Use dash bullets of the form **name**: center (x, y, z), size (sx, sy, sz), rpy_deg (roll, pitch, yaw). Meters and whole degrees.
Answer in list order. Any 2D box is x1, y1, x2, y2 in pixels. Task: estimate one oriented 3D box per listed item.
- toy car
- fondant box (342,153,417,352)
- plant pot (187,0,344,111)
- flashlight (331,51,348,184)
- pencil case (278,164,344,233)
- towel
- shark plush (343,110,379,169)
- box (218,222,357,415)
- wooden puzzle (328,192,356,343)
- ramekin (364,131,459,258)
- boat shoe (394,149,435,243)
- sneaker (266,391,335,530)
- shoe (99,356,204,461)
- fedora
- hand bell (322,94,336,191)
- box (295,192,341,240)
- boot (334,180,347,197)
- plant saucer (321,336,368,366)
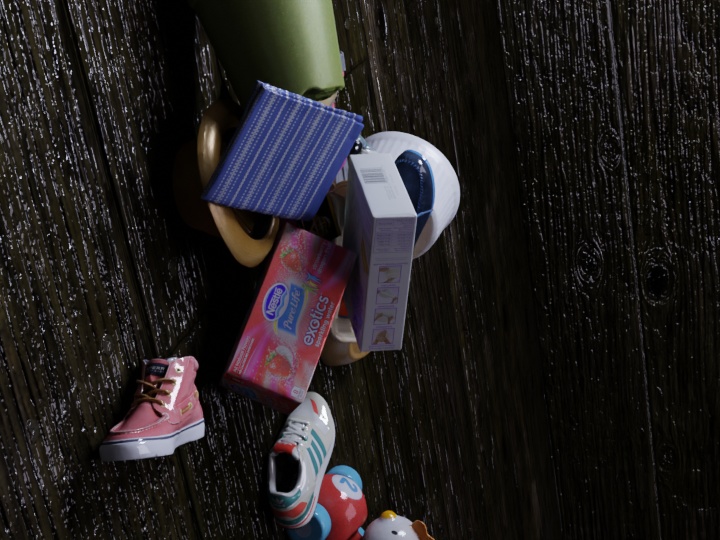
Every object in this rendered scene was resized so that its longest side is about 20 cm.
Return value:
- **toy car**: center (0.020, 0.379, 1.698), size (0.184, 0.197, 0.180), rpy_deg (-31, 116, -70)
- **fondant box**: center (0.018, -0.022, 1.481), size (0.145, 0.057, 0.202), rpy_deg (-109, -161, -53)
- **plant pot**: center (-0.103, -0.282, 1.381), size (0.200, 0.197, 0.193), rpy_deg (-27, 100, -71)
- **flashlight**: center (-0.047, -0.231, 1.824), size (0.068, 0.067, 0.203), rpy_deg (-37, 121, -72)
- **pencil case**: center (-0.067, -0.123, 1.706), size (0.201, 0.089, 0.095), rpy_deg (-76, 153, -48)
- **towel**: center (-0.085, -0.130, 1.348), size (0.199, 0.024, 0.146), rpy_deg (9, 114, -56)
- **shark plush**: center (-0.009, -0.140, 1.588), size (0.083, 0.091, 0.200), rpy_deg (50, 5, 30)
- **box**: center (-0.089, 0.059, 1.452), size (0.095, 0.101, 0.202), rpy_deg (130, -18, -70)
- **wooden puzzle**: center (0.000, 0.000, 1.673), size (0.185, 0.046, 0.204), rpy_deg (12, 77, -73)
- **ramekin**: center (0.053, -0.112, 1.917), size (0.098, 0.197, 0.203), rpy_deg (-59, 142, -49)
- **boat shoe**: center (0.051, -0.062, 1.574), size (0.069, 0.083, 0.202), rpy_deg (-39, 147, -43)
- **sneaker**: center (-0.083, 0.241, 1.608), size (0.094, 0.069, 0.202), rpy_deg (73, 24, -52)
- **shoe**: center (-0.215, 0.139, 1.225), size (0.200, 0.070, 0.093), rpy_deg (-4, 90, -78)
- **fedora**: center (-0.165, -0.097, 1.400), size (0.200, 0.081, 0.204), rpy_deg (-7, 90, -69)
- **hand bell**: center (-0.059, -0.182, 1.603), size (0.105, 0.103, 0.202), rpy_deg (65, 6, -48)
- **box**: center (-0.094, -0.150, 1.519), size (0.161, 0.049, 0.201), rpy_deg (76, -12, -46)
- **boot**: center (-0.009, -0.036, 1.851), size (0.155, 0.076, 0.204), rpy_deg (-6, 98, -67)
- **plant saucer**: center (0.010, 0.066, 1.838), size (0.200, 0.035, 0.202), rpy_deg (-47, 153, -31)
